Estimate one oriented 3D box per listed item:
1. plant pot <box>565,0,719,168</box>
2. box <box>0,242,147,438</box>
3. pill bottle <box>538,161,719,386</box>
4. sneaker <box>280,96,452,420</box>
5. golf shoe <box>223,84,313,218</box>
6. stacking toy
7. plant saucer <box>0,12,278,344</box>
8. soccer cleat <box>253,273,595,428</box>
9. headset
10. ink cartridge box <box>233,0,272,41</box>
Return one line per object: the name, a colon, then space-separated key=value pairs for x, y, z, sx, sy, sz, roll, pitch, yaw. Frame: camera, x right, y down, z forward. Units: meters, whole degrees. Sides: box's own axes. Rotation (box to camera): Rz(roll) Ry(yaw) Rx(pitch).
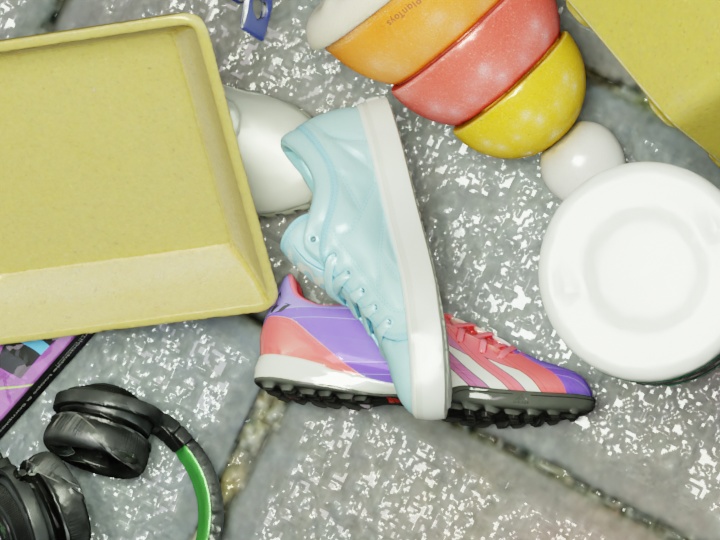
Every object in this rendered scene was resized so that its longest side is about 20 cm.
plant pot: x=0.226 y=-0.165 z=1.349 sx=0.200 sy=0.195 sz=0.194 roll=-43 pitch=57 yaw=11
box: x=-0.239 y=0.018 z=1.520 sx=0.143 sy=0.036 sz=0.200 roll=43 pitch=94 yaw=10
pill bottle: x=0.160 y=0.006 z=1.365 sx=0.113 sy=0.200 sz=0.114 roll=-1 pitch=87 yaw=10
sneaker: x=0.000 y=0.000 z=1.415 sx=0.082 sy=0.074 sz=0.201 roll=-14 pitch=60 yaw=1
golf shoe: x=-0.111 y=-0.085 z=1.472 sx=0.199 sy=0.097 sz=0.079 roll=18 pitch=88 yaw=9
stacking toy: x=0.078 y=-0.112 z=1.442 sx=0.146 sy=0.146 sz=0.200 roll=-39 pitch=99 yaw=6
plant saucer: x=-0.160 y=-0.058 z=1.429 sx=0.199 sy=0.049 sz=0.201 roll=-7 pitch=125 yaw=10
soccer cleat: x=0.039 y=0.048 z=1.455 sx=0.199 sy=0.068 sz=0.074 roll=6 pitch=77 yaw=10
headset: x=-0.166 y=0.113 z=1.454 sx=0.200 sy=0.094 sz=0.124 roll=40 pitch=66 yaw=-5
ink cartridge box: x=-0.075 y=-0.237 z=1.453 sx=0.076 sy=0.136 sz=0.201 roll=-21 pitch=83 yaw=10
